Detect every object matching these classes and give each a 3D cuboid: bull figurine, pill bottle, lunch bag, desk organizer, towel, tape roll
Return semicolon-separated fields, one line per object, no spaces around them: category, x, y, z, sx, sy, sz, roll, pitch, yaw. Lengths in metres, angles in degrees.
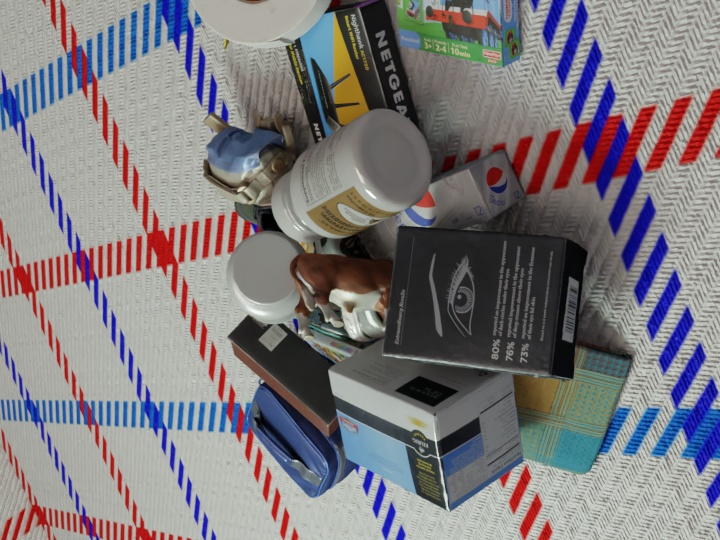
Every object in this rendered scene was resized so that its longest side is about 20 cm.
bull figurine;0.011;0.028;1.328;0.065;0.197;0.123;103;169;-55
pill bottle;-0.118;0.009;1.445;0.115;0.114;0.200;56;175;4
lunch bag;-0.086;0.236;1.687;0.200;0.132;0.137;44;141;19
desk organizer;-0.098;0.148;1.605;0.199;0.072;0.077;39;161;14
towel;0.227;0.156;1.303;0.145;0.022;0.202;14;129;7
tape roll;-0.116;-0.366;1.297;0.200;0.037;0.206;2;94;24
pill bottle;-0.018;-0.102;1.286;0.199;0.114;0.115;-23;97;52

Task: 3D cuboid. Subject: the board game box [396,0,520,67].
board game box;0.097;-0.327;1.155;0.150;0.036;0.202;22;129;41

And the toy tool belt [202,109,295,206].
toy tool belt;-0.134;-0.156;1.482;0.199;0.125;0.124;10;131;45

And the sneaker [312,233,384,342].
sneaker;0.000;0.000;1.462;0.079;0.074;0.202;-7;113;40

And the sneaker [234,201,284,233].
sneaker;-0.121;-0.085;1.539;0.199;0.080;0.075;11;112;47

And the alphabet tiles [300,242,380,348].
alphabet tiles;-0.027;0.027;1.569;0.200;0.015;0.197;40;138;24

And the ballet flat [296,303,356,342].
ballet flat;-0.067;0.047;1.568;0.198;0.074;0.075;17;127;38

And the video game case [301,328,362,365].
video game case;0.019;0.146;1.524;0.199;0.018;0.143;18;158;49

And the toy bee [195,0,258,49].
toy bee;-0.168;-0.365;1.401;0.200;0.108;0.131;46;116;10

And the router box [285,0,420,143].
router box;-0.010;-0.221;1.341;0.148;0.051;0.202;2;117;47

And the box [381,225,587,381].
box;0.136;0.035;1.206;0.197;0.104;0.150;6;85;25

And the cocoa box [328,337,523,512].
cocoa box;0.077;0.174;1.315;0.199;0.132;0.133;17;125;49

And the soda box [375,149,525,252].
soda box;0.097;-0.080;1.301;0.199;0.068;0.064;-17;102;54
